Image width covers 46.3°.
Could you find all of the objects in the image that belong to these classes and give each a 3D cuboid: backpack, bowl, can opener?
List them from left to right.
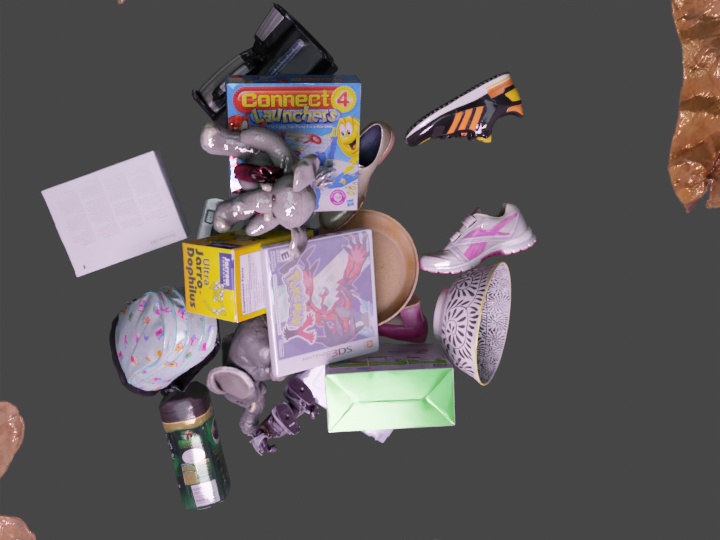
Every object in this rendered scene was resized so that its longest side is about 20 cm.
[{"bbox_3d":[-0.313,0.106,1.344,0.199,0.126,0.169,-29,76,38],"label":"backpack"},{"bbox_3d":[-0.255,-0.025,1.401,0.052,0.067,0.202,16,106,-5],"label":"can opener"},{"bbox_3d":[0.177,0.080,1.382,0.093,0.200,0.203,8,103,23],"label":"bowl"}]

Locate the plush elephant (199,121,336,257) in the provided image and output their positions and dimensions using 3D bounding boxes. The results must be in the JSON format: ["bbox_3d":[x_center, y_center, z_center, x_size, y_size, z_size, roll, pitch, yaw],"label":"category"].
[{"bbox_3d":[-0.123,-0.108,1.175,0.198,0.155,0.166,-1,115,-10],"label":"plush elephant"}]

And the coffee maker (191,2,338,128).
[{"bbox_3d":[-0.130,-0.280,1.322,0.200,0.135,0.192,-43,115,9],"label":"coffee maker"}]

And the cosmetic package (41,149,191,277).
[{"bbox_3d":[-0.399,-0.095,1.388,0.198,0.052,0.152,-19,100,3],"label":"cosmetic package"}]

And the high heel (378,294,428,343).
[{"bbox_3d":[0.016,0.102,1.434,0.198,0.068,0.097,-15,125,-2],"label":"high heel"}]

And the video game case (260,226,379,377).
[{"bbox_3d":[-0.058,0.047,1.283,0.181,0.023,0.202,-12,107,-27],"label":"video game case"}]

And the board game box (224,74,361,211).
[{"bbox_3d":[-0.101,-0.189,1.261,0.198,0.056,0.198,-3,115,-9],"label":"board game box"}]

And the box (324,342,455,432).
[{"bbox_3d":[0.042,0.181,1.353,0.197,0.177,0.098,-3,97,-3],"label":"box"}]

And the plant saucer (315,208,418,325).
[{"bbox_3d":[0.000,0.000,1.391,0.198,0.035,0.203,-2,77,11],"label":"plant saucer"}]

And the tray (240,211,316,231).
[{"bbox_3d":[-0.127,-0.108,1.403,0.106,0.022,0.202,21,101,-6],"label":"tray"}]

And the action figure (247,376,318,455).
[{"bbox_3d":[-0.125,0.249,1.401,0.069,0.200,0.130,42,65,6],"label":"action figure"}]

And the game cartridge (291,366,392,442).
[{"bbox_3d":[-0.007,0.195,1.463,0.199,0.041,0.134,33,103,-7],"label":"game cartridge"}]

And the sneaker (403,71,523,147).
[{"bbox_3d":[0.169,-0.236,1.355,0.199,0.070,0.091,-30,98,3],"label":"sneaker"}]

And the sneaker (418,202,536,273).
[{"bbox_3d":[0.186,-0.055,1.395,0.198,0.081,0.089,-20,98,-3],"label":"sneaker"}]

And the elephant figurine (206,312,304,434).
[{"bbox_3d":[-0.194,0.170,1.415,0.199,0.141,0.156,-38,71,23],"label":"elephant figurine"}]

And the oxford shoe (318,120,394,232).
[{"bbox_3d":[-0.016,-0.155,1.362,0.070,0.074,0.201,28,97,9],"label":"oxford shoe"}]

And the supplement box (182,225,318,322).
[{"bbox_3d":[-0.164,-0.002,1.302,0.109,0.199,0.110,7,105,35],"label":"supplement box"}]

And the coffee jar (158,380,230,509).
[{"bbox_3d":[-0.284,0.297,1.445,0.084,0.104,0.202,-11,101,-1],"label":"coffee jar"}]
